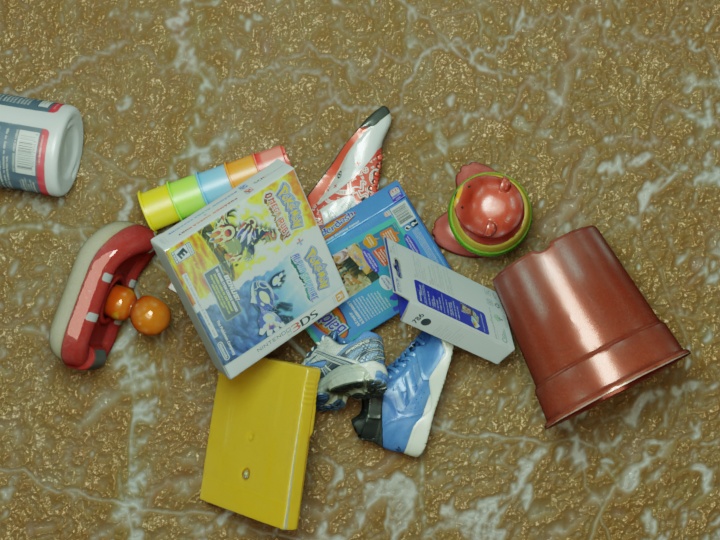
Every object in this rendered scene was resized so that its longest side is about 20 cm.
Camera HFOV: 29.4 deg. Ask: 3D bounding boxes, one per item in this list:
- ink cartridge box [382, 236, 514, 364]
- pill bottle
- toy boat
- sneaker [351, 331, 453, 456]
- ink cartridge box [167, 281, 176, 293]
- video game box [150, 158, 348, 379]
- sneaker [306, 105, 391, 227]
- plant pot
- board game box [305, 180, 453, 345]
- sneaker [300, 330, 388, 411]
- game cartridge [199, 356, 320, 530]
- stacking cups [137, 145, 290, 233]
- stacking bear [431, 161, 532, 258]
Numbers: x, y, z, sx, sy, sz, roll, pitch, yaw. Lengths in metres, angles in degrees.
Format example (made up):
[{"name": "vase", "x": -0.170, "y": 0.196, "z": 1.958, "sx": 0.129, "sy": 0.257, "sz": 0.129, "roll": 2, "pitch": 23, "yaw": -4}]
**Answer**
[{"name": "ink cartridge box", "x": 0.100, "y": 0.038, "z": 1.693, "sx": 0.200, "sy": 0.100, "sz": 0.039, "roll": 27, "pitch": 126, "yaw": -30}, {"name": "pill bottle", "x": -0.469, "y": -0.169, "z": 1.765, "sx": 0.199, "sy": 0.120, "sz": 0.120, "roll": 10, "pitch": 89, "yaw": 4}, {"name": "toy boat", "x": -0.301, "y": 0.041, "z": 1.740, "sx": 0.130, "sy": 0.131, "sz": 0.201, "roll": 20, "pitch": 90, "yaw": 9}, {"name": "sneaker", "x": 0.049, "y": 0.129, "z": 1.748, "sx": 0.111, "sy": 0.077, "sz": 0.201, "roll": 15, "pitch": 96, "yaw": -6}, {"name": "ink cartridge box", "x": -0.188, "y": -0.013, "z": 1.703, "sx": 0.050, "sy": 0.200, "sz": 0.109, "roll": 31, "pitch": 90, "yaw": 3}, {"name": "video game box", "x": -0.124, "y": 0.000, "z": 1.609, "sx": 0.182, "sy": 0.047, "sz": 0.200, "roll": -36, "pitch": 125, "yaw": -18}, {"name": "sneaker", "x": 0.006, "y": -0.104, "z": 1.765, "sx": 0.108, "sy": 0.067, "sz": 0.202, "roll": 37, "pitch": 93, "yaw": 1}, {"name": "plant pot", "x": 0.271, "y": 0.063, "z": 1.692, "sx": 0.200, "sy": 0.201, "sz": 0.196, "roll": -27, "pitch": 79, "yaw": 2}, {"name": "board game box", "x": 0.000, "y": 0.000, "z": 1.728, "sx": 0.200, "sy": 0.045, "sz": 0.152, "roll": -31, "pitch": 125, "yaw": 3}, {"name": "sneaker", "x": -0.036, "y": 0.124, "z": 1.727, "sx": 0.200, "sy": 0.077, "sz": 0.085, "roll": -17, "pitch": 59, "yaw": 43}, {"name": "game cartridge", "x": -0.127, "y": 0.209, "z": 1.727, "sx": 0.176, "sy": 0.032, "sz": 0.201, "roll": 9, "pitch": 88, "yaw": 47}, {"name": "stacking cups", "x": -0.188, "y": -0.114, "z": 1.779, "sx": 0.199, "sy": 0.061, "sz": 0.061, "roll": -24, "pitch": 87, "yaw": 0}, {"name": "stacking bear", "x": 0.157, "y": -0.073, "z": 1.687, "sx": 0.113, "sy": 0.200, "sz": 0.122, "roll": 25, "pitch": 90, "yaw": 4}]
